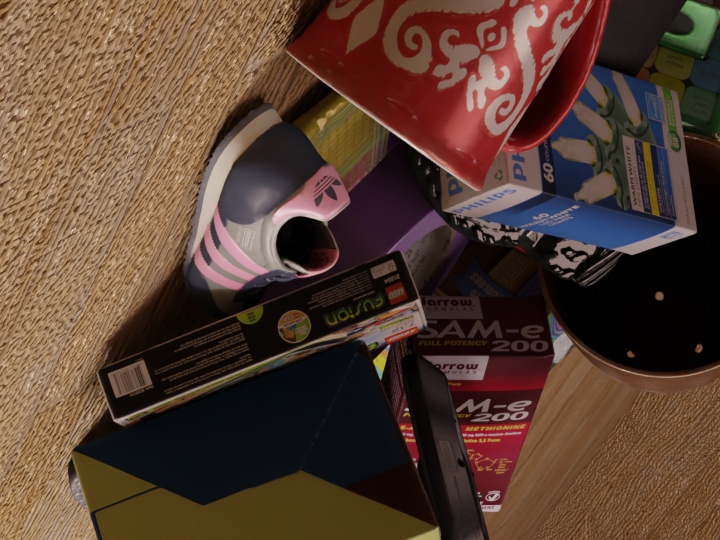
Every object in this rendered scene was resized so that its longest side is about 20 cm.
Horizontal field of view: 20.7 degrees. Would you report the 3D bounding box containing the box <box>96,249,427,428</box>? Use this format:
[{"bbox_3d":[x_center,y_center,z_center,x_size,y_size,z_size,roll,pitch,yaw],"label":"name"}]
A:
[{"bbox_3d":[-0.057,0.048,1.234,0.199,0.035,0.110,-22,168,1],"label":"box"}]

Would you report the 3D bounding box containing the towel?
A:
[{"bbox_3d":[0.016,-0.113,1.248,0.200,0.023,0.144,-46,165,-17],"label":"towel"}]

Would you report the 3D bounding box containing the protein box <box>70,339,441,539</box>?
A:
[{"bbox_3d":[-0.057,0.173,1.270,0.197,0.136,0.200,-20,154,-4],"label":"protein box"}]

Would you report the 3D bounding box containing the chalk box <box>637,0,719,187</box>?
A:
[{"bbox_3d":[0.222,-0.145,1.520,0.200,0.124,0.125,100,11,-64],"label":"chalk box"}]

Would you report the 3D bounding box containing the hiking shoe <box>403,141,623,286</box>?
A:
[{"bbox_3d":[0.093,-0.057,1.341,0.200,0.087,0.075,34,100,-35],"label":"hiking shoe"}]

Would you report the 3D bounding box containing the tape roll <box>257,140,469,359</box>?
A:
[{"bbox_3d":[0.000,0.000,1.407,0.200,0.066,0.200,-45,165,-15],"label":"tape roll"}]

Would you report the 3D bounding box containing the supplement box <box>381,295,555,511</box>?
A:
[{"bbox_3d":[0.070,0.103,1.480,0.108,0.061,0.201,0,139,-11],"label":"supplement box"}]

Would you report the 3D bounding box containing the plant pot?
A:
[{"bbox_3d":[0.233,0.020,1.509,0.187,0.187,0.200,-47,160,-9],"label":"plant pot"}]

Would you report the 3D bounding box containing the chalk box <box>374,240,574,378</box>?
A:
[{"bbox_3d":[0.080,0.054,1.622,0.200,0.124,0.125,-42,158,-21],"label":"chalk box"}]

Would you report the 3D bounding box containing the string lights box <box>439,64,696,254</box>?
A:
[{"bbox_3d":[0.130,-0.078,1.264,0.059,0.104,0.199,-19,160,40],"label":"string lights box"}]

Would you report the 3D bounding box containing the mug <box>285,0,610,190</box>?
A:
[{"bbox_3d":[0.073,-0.163,1.093,0.201,0.133,0.177,-55,168,6],"label":"mug"}]

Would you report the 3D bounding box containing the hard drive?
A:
[{"bbox_3d":[0.154,-0.196,1.268,0.135,0.042,0.200,-55,147,1],"label":"hard drive"}]

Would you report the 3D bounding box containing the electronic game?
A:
[{"bbox_3d":[0.059,0.154,1.335,0.041,0.202,0.200,-15,165,2],"label":"electronic game"}]

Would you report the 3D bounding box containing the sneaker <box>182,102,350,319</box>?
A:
[{"bbox_3d":[-0.055,-0.012,1.170,0.070,0.082,0.200,-43,165,-25],"label":"sneaker"}]

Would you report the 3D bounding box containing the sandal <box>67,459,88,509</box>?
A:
[{"bbox_3d":[-0.111,0.123,1.341,0.199,0.043,0.076,-8,149,-32],"label":"sandal"}]
